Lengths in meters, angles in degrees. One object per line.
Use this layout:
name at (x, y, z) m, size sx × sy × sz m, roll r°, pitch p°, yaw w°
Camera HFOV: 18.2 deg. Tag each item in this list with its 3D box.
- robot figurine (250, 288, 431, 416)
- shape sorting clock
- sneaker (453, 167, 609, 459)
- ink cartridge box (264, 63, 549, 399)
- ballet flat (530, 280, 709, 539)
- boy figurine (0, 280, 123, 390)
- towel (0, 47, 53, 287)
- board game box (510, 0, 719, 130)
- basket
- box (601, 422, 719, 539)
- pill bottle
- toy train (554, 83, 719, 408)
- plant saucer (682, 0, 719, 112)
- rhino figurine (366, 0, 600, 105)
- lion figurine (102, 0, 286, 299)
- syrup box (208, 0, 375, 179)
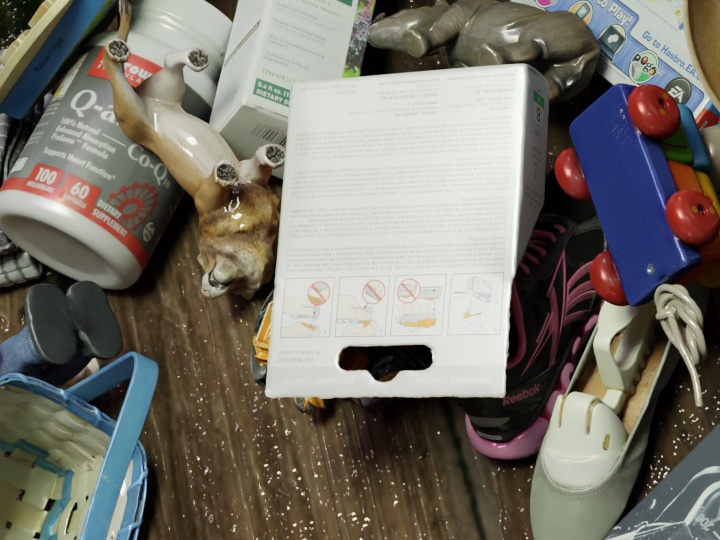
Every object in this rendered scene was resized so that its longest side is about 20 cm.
robot figurine at (0.000, 0.000, 1.467) m, size 0.145 × 0.058 × 0.201 m, roll 11°, pitch 66°, yaw 38°
shape sorting clock at (-0.201, -0.190, 1.617) m, size 0.200 × 0.039 × 0.200 m, roll -50°, pitch 5°, yaw 6°
sneaker at (0.103, 0.010, 1.371) m, size 0.079 × 0.095 × 0.201 m, roll 2°, pitch 60°, yaw 36°
ink cartridge box at (0.029, -0.020, 1.350) m, size 0.160 × 0.050 × 0.201 m, roll -2°, pitch 78°, yaw 26°
ballet flat at (0.143, 0.072, 1.323) m, size 0.067 × 0.064 × 0.201 m, roll 14°, pitch 69°, yaw 35°
boy figurine at (-0.239, 0.076, 1.542) m, size 0.200 × 0.124 × 0.065 m, roll -35°, pitch 69°, yaw 45°
towel at (-0.317, -0.071, 1.704) m, size 0.165 × 0.086 × 0.201 m, roll -18°, pitch 52°, yaw 21°
board game box at (0.219, -0.198, 1.427) m, size 0.196 × 0.056 × 0.200 m, roll -54°, pitch 45°, yaw 11°
basket at (-0.200, 0.148, 1.429) m, size 0.200 × 0.139 × 0.177 m, roll -26°, pitch 41°, yaw 58°
box at (0.219, 0.199, 1.161) m, size 0.182 × 0.104 × 0.200 m, roll -45°, pitch 46°, yaw 0°
pill bottle at (-0.168, -0.098, 1.603) m, size 0.116 × 0.116 × 0.201 m, roll 11°, pitch 66°, yaw 37°
toy train at (0.198, -0.007, 1.286) m, size 0.085 × 0.115 × 0.201 m, roll -42°, pitch 55°, yaw 42°
plant saucer at (0.286, -0.157, 1.314) m, size 0.200 × 0.200 × 0.035 m, roll -38°, pitch 4°, yaw 5°
rhino figurine at (0.074, -0.146, 1.455) m, size 0.087 × 0.060 × 0.200 m, roll -27°, pitch 29°, yaw -29°
lion figurine at (-0.115, -0.080, 1.514) m, size 0.072 × 0.123 × 0.200 m, roll -28°, pitch 78°, yaw -24°
syrup box at (-0.042, -0.170, 1.579) m, size 0.081 × 0.078 × 0.201 m, roll -42°, pitch 32°, yaw 57°
